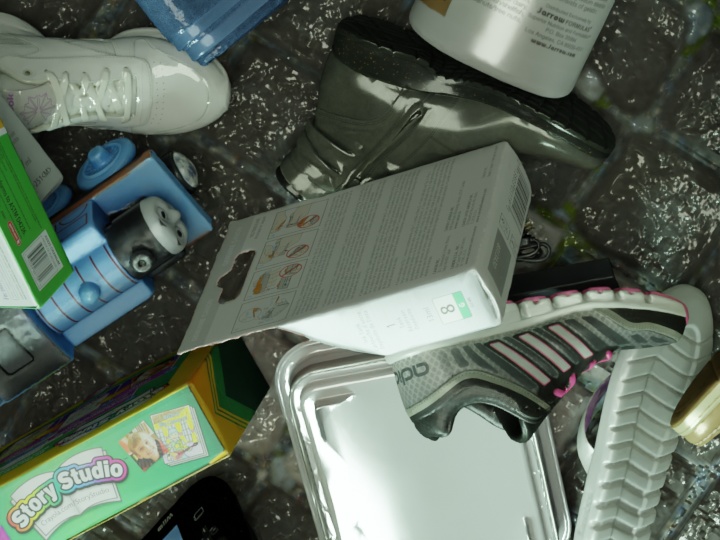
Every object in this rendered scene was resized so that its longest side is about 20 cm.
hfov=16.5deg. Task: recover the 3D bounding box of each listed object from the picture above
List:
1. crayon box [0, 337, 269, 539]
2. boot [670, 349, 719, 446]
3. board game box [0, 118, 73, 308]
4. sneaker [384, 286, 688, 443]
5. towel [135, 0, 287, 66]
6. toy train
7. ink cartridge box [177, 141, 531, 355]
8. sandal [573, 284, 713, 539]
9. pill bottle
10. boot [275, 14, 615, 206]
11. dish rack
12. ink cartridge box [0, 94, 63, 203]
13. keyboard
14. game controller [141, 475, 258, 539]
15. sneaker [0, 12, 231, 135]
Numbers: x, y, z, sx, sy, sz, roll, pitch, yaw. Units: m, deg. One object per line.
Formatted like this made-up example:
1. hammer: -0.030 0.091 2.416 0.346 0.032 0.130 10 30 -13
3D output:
1. crayon box: -0.167 0.120 1.597 0.200 0.173 0.058 -29 98 11
2. boot: 0.314 0.082 1.588 0.200 0.073 0.156 -40 96 -1
3. board game box: -0.290 -0.049 1.529 0.200 0.040 0.153 1 126 35
4. sneaker: 0.111 0.061 1.534 0.199 0.074 0.088 -8 85 -15
5. towel: -0.125 -0.234 1.564 0.112 0.049 0.200 -40 100 -19
6. toy train: -0.187 -0.002 1.595 0.200 0.114 0.087 -32 121 12
7. ink cartridge box: 0.000 0.000 1.526 0.200 0.161 0.050 -18 116 21
8. sandal: 0.171 0.102 1.619 0.050 0.082 0.203 23 98 45
9. pill bottle: 0.119 -0.218 1.527 0.114 0.114 0.200 25 103 0
10. boot: 0.054 -0.074 1.600 0.199 0.068 0.131 21 114 2
11. dish rack: 0.043 0.130 1.619 0.171 0.044 0.200 -11 118 7
12. ink cartridge box: -0.305 -0.090 1.567 0.200 0.044 0.174 -19 114 44
13. keyboard: 0.068 0.025 1.598 0.199 0.021 0.127 -12 137 8
14. game controller: -0.144 0.230 1.658 0.200 0.104 0.042 -47 133 12
15. sneaker: -0.184 -0.111 1.585 0.199 0.100 0.075 6 121 7
